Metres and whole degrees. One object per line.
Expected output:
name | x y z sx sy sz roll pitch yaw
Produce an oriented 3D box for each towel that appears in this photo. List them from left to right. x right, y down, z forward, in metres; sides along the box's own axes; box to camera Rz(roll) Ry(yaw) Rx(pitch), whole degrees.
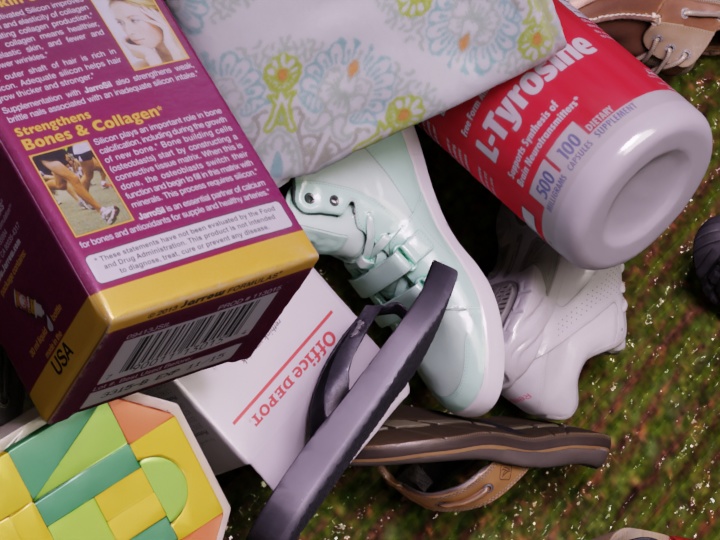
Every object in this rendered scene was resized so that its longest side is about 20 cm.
towel | 0.000 -0.149 1.349 0.200 0.048 0.171 -25 122 -4

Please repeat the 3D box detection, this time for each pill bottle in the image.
pill bottle | 0.097 -0.100 1.465 0.112 0.112 0.200 -25 54 -35

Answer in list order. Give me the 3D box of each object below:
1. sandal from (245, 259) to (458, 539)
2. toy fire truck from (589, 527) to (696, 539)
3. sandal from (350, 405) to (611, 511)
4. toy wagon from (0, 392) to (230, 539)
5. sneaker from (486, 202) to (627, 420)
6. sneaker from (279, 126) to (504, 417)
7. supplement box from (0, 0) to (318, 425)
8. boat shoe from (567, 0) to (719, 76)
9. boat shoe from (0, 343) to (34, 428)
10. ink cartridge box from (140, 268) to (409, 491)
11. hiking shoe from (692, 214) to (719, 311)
sandal | -0.007 0.063 1.343 0.043 0.076 0.200 32 58 7
toy fire truck | 0.204 0.255 1.487 0.200 0.129 0.176 11 71 -19
sandal | 0.057 0.111 1.459 0.200 0.082 0.055 5 96 -38
toy wagon | -0.161 0.145 1.266 0.200 0.040 0.155 -32 105 -23
sneaker | 0.127 0.004 1.532 0.099 0.078 0.200 42 64 -27
sneaker | 0.000 0.000 1.440 0.118 0.074 0.201 -13 74 -41
supplement box | -0.135 -0.044 1.262 0.131 0.103 0.200 -17 67 -35
boat shoe | 0.192 -0.158 1.610 0.200 0.076 0.072 -12 85 -33
boat shoe | -0.193 0.050 1.308 0.066 0.072 0.201 -5 83 -38
ink cartridge box | -0.080 0.032 1.385 0.200 0.068 0.115 49 57 -11
hiking shoe | 0.284 -0.017 1.638 0.200 0.076 0.101 16 59 -38
